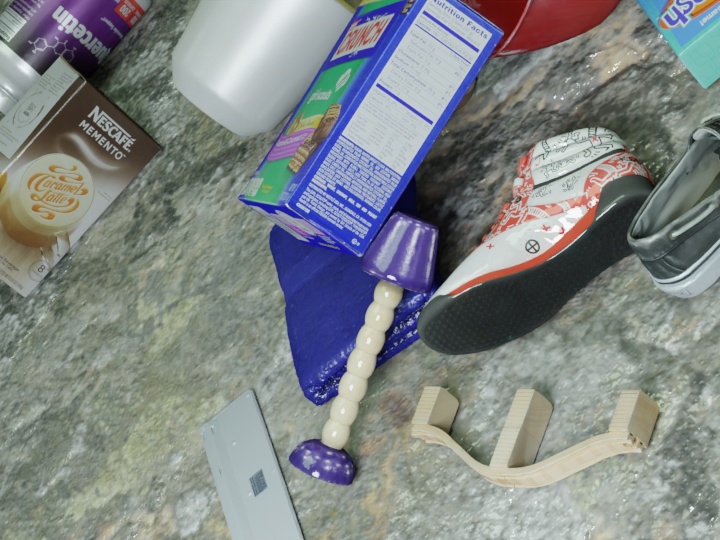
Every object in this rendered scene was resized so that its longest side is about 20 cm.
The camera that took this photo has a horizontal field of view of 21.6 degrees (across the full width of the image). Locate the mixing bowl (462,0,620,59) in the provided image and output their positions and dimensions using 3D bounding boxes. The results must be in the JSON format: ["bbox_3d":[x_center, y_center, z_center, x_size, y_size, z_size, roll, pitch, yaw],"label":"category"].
[{"bbox_3d":[0.148,-0.256,1.465,0.200,0.108,0.201,-175,90,-69],"label":"mixing bowl"}]

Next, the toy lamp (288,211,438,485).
[{"bbox_3d":[0.006,0.055,1.381,0.058,0.058,0.200,32,102,53],"label":"toy lamp"}]

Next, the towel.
[{"bbox_3d":[0.000,0.000,1.502,0.148,0.050,0.200,-40,37,23],"label":"towel"}]

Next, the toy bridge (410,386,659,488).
[{"bbox_3d":[0.109,0.115,1.298,0.200,0.027,0.067,-3,56,44],"label":"toy bridge"}]

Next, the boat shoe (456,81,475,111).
[{"bbox_3d":[0.058,-0.218,1.622,0.071,0.065,0.200,-30,40,22],"label":"boat shoe"}]

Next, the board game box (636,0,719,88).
[{"bbox_3d":[0.276,-0.249,1.447,0.152,0.045,0.200,-39,38,12],"label":"board game box"}]

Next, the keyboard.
[{"bbox_3d":[-0.084,0.170,1.460,0.056,0.011,0.200,-35,38,9],"label":"keyboard"}]

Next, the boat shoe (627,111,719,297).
[{"bbox_3d":[0.257,-0.075,1.285,0.200,0.071,0.072,-54,37,-10],"label":"boat shoe"}]

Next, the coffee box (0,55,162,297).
[{"bbox_3d":[-0.308,-0.091,1.834,0.200,0.114,0.080,-48,36,0],"label":"coffee box"}]

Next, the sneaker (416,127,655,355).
[{"bbox_3d":[0.122,-0.025,1.382,0.201,0.067,0.108,-34,37,12],"label":"sneaker"}]

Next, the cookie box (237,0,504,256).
[{"bbox_3d":[0.004,-0.117,1.448,0.200,0.075,0.171,-58,16,-5],"label":"cookie box"}]

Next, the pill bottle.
[{"bbox_3d":[-0.321,-0.250,1.992,0.200,0.112,0.112,-50,36,-2],"label":"pill bottle"}]

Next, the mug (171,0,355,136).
[{"bbox_3d":[-0.085,-0.204,1.724,0.149,0.187,0.153,40,98,21],"label":"mug"}]

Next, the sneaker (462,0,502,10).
[{"bbox_3d":[0.138,-0.263,1.591,0.200,0.077,0.076,-43,-8,-14],"label":"sneaker"}]
